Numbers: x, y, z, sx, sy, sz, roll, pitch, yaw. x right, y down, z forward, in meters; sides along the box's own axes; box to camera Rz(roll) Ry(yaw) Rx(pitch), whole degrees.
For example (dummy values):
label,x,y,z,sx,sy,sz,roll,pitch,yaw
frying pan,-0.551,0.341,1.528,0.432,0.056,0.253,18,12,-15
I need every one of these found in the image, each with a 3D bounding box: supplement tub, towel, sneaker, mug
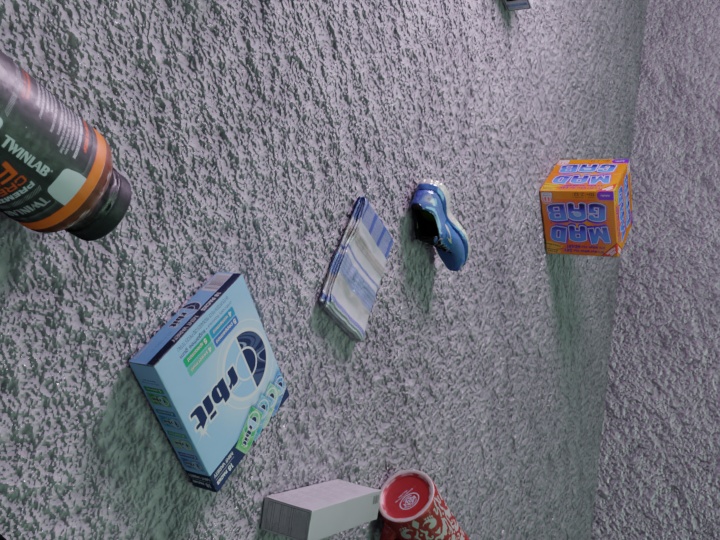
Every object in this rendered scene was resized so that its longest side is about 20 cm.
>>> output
label,x,y,z,sx,sy,sz,roll,pitch,yaw
supplement tub,-0.282,-0.101,0.628,0.200,0.106,0.108,45,56,-52
towel,0.000,0.000,1.213,0.147,0.024,0.201,53,50,-50
sneaker,0.138,-0.069,1.405,0.089,0.078,0.200,-54,130,-31
mug,0.106,0.480,1.362,0.178,0.133,0.201,-60,138,-40

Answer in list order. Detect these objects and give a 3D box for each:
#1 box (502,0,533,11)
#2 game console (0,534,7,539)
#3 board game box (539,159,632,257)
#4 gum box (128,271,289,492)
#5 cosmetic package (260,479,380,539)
label,x,y,z,sx,sy,sz,roll,pitch,yaw
box,0.331,-0.678,1.653,0.200,0.060,0.117,40,60,-55
game console,-0.338,0.279,0.573,0.200,0.116,0.177,-58,140,-38
board game box,0.632,-0.178,2.105,0.200,0.199,0.201,-48,133,-46
gum box,-0.172,0.132,0.911,0.170,0.044,0.201,-53,136,-43
cosmetic package,-0.053,0.351,1.113,0.200,0.082,0.051,13,86,-59
